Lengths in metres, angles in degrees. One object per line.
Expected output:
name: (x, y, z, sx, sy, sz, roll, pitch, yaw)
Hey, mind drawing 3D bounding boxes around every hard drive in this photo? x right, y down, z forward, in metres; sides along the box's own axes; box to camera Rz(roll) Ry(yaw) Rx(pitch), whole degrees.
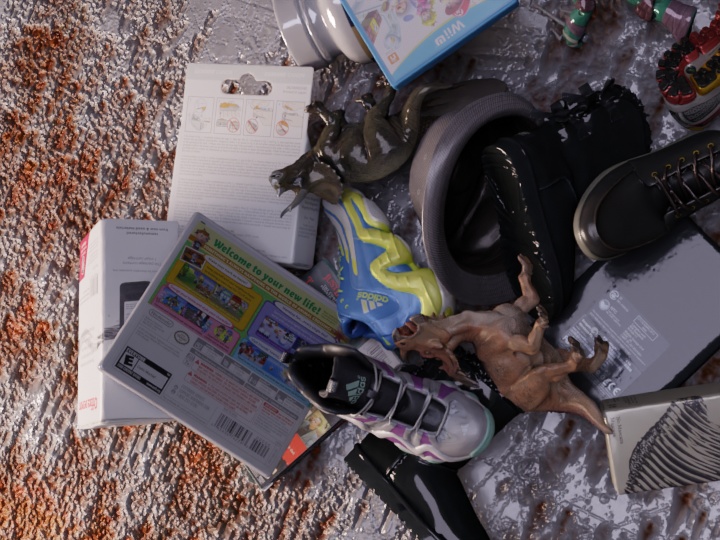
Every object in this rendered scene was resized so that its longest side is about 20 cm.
hard drive: (0.268, 0.046, 1.279, 0.200, 0.033, 0.140, -45, 72, 8)

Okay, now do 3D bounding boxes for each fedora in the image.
fedora: (0.108, -0.075, 1.301, 0.090, 0.175, 0.202, 23, 117, 50)

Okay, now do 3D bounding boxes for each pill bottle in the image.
pill bottle: (0.018, -0.278, 1.360, 0.198, 0.120, 0.121, -21, 76, 14)

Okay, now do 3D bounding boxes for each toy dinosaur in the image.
toy dinosaur: (0.137, 0.084, 1.214, 0.200, 0.086, 0.136, 45, 114, -1)
toy dinosaur: (0.006, -0.125, 1.318, 0.198, 0.077, 0.103, -18, 78, 10)

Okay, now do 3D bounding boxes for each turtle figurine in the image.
turtle figurine: (0.236, -0.291, 1.308, 0.198, 0.101, 0.151, 21, 89, 14)

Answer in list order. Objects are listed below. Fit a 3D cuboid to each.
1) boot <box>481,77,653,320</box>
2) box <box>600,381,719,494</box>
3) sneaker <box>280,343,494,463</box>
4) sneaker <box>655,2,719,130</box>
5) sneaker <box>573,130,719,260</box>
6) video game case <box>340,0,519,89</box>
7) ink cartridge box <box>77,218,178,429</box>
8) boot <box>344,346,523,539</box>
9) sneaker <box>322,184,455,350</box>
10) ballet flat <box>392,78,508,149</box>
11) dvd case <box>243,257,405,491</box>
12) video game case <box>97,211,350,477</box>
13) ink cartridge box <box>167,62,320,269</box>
boot: (0.205, -0.070, 1.272, 0.161, 0.073, 0.200, -27, 114, -25)
box: (0.320, 0.145, 1.211, 0.198, 0.068, 0.083, -11, 91, 8)
sneaker: (0.015, 0.116, 1.216, 0.198, 0.140, 0.079, 14, 83, 27)
sneaker: (0.360, -0.213, 1.271, 0.199, 0.082, 0.078, -39, 51, -6)
sneaker: (0.284, -0.080, 1.206, 0.199, 0.106, 0.075, -34, 97, -23)
video game case: (0.041, -0.294, 1.282, 0.142, 0.018, 0.201, -33, 77, 11)
ink cartridge box: (-0.239, 0.059, 1.376, 0.082, 0.145, 0.203, 1, 82, -21)
boot: (0.096, 0.178, 1.293, 0.198, 0.073, 0.163, 42, 93, 20)
sneaker: (0.000, 0.000, 1.327, 0.105, 0.076, 0.200, -39, 55, -8)
ballet flat: (0.060, -0.142, 1.368, 0.198, 0.068, 0.047, -21, 118, 12)
dvd case: (-0.067, 0.107, 1.386, 0.200, 0.022, 0.146, -42, 72, 9)
video game case: (-0.126, 0.072, 1.318, 0.199, 0.022, 0.183, 33, 75, -8)
ink cartridge box: (-0.117, -0.109, 1.403, 0.161, 0.057, 0.202, 6, 85, 26)
